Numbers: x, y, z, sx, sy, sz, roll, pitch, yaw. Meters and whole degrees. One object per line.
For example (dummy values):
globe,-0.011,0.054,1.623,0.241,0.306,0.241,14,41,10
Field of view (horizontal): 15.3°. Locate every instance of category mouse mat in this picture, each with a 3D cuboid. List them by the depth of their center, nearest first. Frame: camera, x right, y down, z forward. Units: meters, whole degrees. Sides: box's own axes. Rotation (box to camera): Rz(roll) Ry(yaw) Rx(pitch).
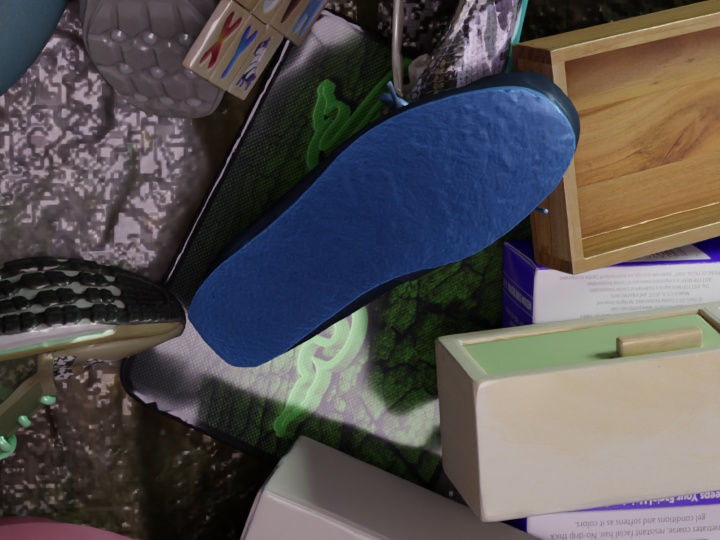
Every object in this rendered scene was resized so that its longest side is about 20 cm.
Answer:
mouse mat,0.000,0.000,1.223,0.160,0.008,0.201,26,95,-15

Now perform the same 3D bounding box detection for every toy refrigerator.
toy refrigerator,0.138,0.052,1.157,0.199,0.076,0.070,-6,104,-9

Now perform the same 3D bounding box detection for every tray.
tray,0.164,-0.070,1.193,0.199,0.037,0.099,-14,106,-26

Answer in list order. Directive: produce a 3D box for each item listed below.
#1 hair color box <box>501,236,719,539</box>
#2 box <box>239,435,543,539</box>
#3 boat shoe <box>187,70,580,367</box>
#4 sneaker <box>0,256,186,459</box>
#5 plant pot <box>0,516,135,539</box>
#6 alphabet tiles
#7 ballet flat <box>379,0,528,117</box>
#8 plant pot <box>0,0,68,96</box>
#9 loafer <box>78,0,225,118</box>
hair color box,0.121,0.087,1.233,0.109,0.065,0.201,-2,102,-11
box,0.044,0.150,1.173,0.199,0.082,0.069,23,107,6
boat shoe,0.007,-0.034,1.146,0.199,0.069,0.084,-26,104,26
sneaker,-0.170,0.055,1.179,0.199,0.077,0.089,-15,117,-2
plant pot,-0.142,0.192,1.149,0.199,0.179,0.201,-2,102,-10
alphabet tiles,-0.007,-0.161,1.109,0.006,0.166,0.200,33,92,11
ballet flat,0.055,-0.144,1.172,0.072,0.072,0.201,17,95,-13
plant pot,-0.207,-0.140,1.089,0.199,0.135,0.201,-2,102,-10
loafer,-0.086,-0.140,1.112,0.070,0.070,0.200,6,146,8
